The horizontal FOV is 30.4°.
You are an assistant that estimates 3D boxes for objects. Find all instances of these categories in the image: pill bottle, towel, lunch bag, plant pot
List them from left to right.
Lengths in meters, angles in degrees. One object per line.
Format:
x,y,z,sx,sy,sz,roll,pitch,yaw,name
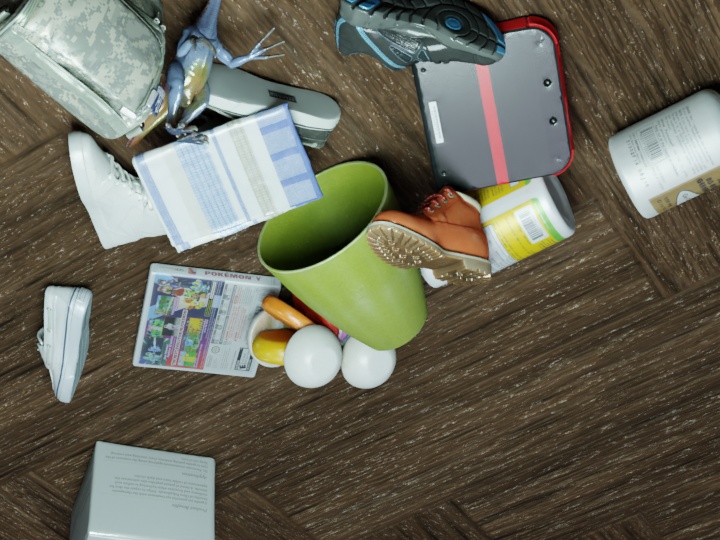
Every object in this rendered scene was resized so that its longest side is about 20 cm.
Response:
-0.304,-0.249,1.408,0.138,0.169,0.200,-30,132,24,lunch bag
-0.156,-0.109,1.567,0.198,0.024,0.148,-19,128,4,towel
0.000,0.000,1.670,0.185,0.188,0.201,-24,126,18,plant pot
0.166,-0.056,1.707,0.198,0.112,0.111,-26,133,20,pill bottle
0.416,-0.156,1.629,0.198,0.115,0.114,-26,133,20,pill bottle

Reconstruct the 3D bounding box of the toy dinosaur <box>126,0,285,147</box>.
-0.191,-0.239,1.457,0.197,0.184,0.105,-2,171,23,toy dinosaur

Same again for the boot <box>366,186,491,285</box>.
0.080,-0.055,1.583,0.074,0.109,0.199,-12,160,40,boot

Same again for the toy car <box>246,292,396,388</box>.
-0.050,0.071,1.795,0.198,0.174,0.152,4,98,-33,toy car

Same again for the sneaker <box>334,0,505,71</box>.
0.067,-0.267,1.511,0.197,0.074,0.082,15,137,-6,sneaker

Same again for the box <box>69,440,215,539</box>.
-0.345,0.404,2.083,0.196,0.173,0.201,11,134,-17,box

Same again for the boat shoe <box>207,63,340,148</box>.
-0.122,-0.186,1.564,0.198,0.071,0.064,13,130,-22,boat shoe

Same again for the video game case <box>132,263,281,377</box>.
-0.218,0.073,1.862,0.180,0.023,0.201,7,136,-14,video game case

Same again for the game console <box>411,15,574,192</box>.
0.160,-0.195,1.585,0.174,0.031,0.202,-9,118,10,game console

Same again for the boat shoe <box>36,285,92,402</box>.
-0.415,0.096,1.839,0.066,0.074,0.202,16,124,-2,boat shoe

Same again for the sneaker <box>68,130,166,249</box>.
-0.285,-0.109,1.634,0.114,0.074,0.201,-10,146,1,sneaker

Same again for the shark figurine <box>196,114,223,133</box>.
-0.160,-0.100,1.641,0.126,0.090,0.216,1,136,-12,shark figurine
